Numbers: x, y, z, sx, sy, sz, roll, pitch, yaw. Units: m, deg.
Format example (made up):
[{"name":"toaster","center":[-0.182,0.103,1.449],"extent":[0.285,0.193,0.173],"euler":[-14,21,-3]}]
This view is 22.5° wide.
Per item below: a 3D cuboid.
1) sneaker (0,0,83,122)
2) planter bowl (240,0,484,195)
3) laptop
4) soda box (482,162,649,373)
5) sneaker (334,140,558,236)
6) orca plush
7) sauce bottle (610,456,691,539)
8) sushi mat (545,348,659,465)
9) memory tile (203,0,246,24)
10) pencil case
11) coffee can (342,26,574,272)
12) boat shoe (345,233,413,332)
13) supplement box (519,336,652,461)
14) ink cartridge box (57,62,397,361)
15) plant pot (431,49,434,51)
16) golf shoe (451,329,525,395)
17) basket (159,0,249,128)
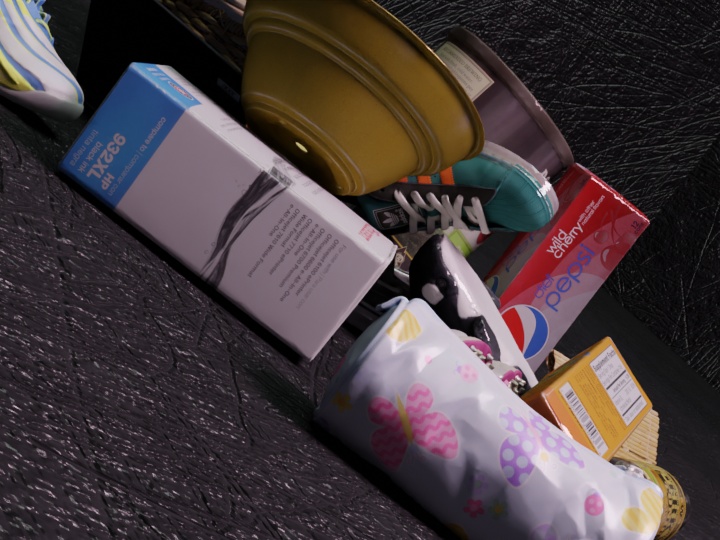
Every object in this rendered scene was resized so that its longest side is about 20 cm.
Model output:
[{"name":"sneaker","center":[-0.242,-0.190,1.214],"extent":[0.200,0.105,0.076],"euler":[40,8,15]},{"name":"planter bowl","center":[-0.020,-0.110,1.224],"extent":[0.200,0.084,0.201],"euler":[34,-15,10]},{"name":"laptop","center":[-0.125,-0.127,1.411],"extent":[0.177,0.104,0.200],"euler":[42,8,24]},{"name":"soda box","center":[0.139,0.015,1.438],"extent":[0.063,0.201,0.070],"euler":[35,7,-13]},{"name":"sneaker","center":[0.047,-0.054,1.327],"extent":[0.199,0.080,0.072],"euler":[17,-33,34]},{"name":"orca plush","center":[0.082,0.067,1.351],"extent":[0.200,0.071,0.106],"euler":[51,18,-36]},{"name":"sauce bottle","center":[0.204,0.171,1.336],"extent":[0.065,0.065,0.200],"euler":[41,9,21]},{"name":"sushi mat","center":[0.199,0.137,1.489],"extent":[0.012,0.097,0.200],"euler":[-6,-22,34]},{"name":"memory tile","center":[-0.069,-0.193,1.417],"extent":[0.153,0.017,0.200],"euler":[17,14,-49]},{"name":"pencil case","center":[0.071,0.103,1.001],"extent":[0.199,0.091,0.083],"euler":[37,7,0]},{"name":"coffee can","center":[0.052,-0.076,1.466],"extent":[0.147,0.200,0.146],"euler":[49,-1,1]},{"name":"boat shoe","center":[0.000,0.000,1.364],"extent":[0.199,0.071,0.072],"euler":[34,8,-27]},{"name":"supplement box","center":[0.137,0.103,1.216],"extent":[0.069,0.066,0.200],"euler":[59,21,5]},{"name":"ink cartridge box","center":[-0.080,-0.040,1.167],"extent":[0.199,0.084,0.145],"euler":[38,5,0]},{"name":"plant pot","center":[0.012,-0.102,1.705],"extent":[0.200,0.201,0.142],"euler":[40,33,13]},{"name":"golf shoe","center":[0.046,0.070,1.208],"extent":[0.091,0.076,0.200],"euler":[31,-3,20]},{"name":"basket","center":[-0.099,-0.183,1.513],"extent":[0.200,0.149,0.143],"euler":[39,-18,43]}]
